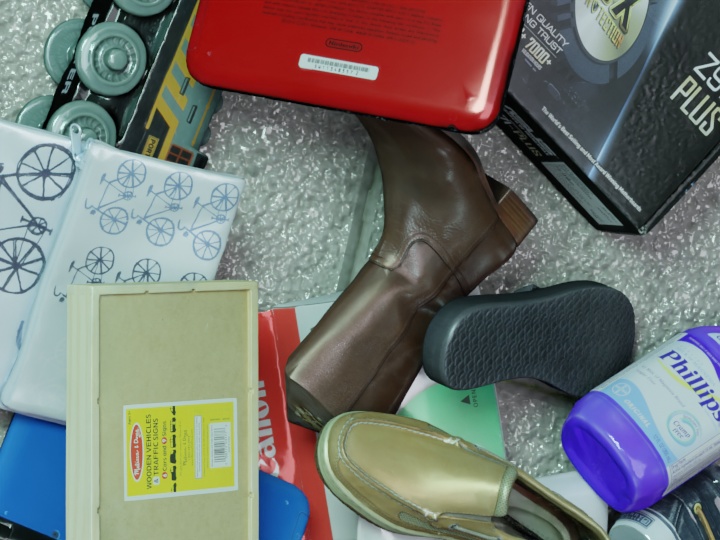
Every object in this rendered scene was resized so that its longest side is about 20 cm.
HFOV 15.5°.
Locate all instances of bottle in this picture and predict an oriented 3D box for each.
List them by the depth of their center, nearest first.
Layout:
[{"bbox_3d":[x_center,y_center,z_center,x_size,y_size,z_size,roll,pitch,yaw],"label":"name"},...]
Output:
[{"bbox_3d":[0.227,0.081,1.747,0.200,0.065,0.084,-30,70,-27],"label":"bottle"}]

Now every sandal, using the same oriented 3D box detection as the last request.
[{"bbox_3d":[0.109,0.038,1.704,0.200,0.043,0.076,5,103,-47],"label":"sandal"}]

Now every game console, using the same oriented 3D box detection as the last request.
[{"bbox_3d":[0.018,-0.167,1.613,0.200,0.119,0.173,11,82,18],"label":"game console"},{"bbox_3d":[-0.156,0.196,1.673,0.200,0.118,0.171,24,55,-8],"label":"game console"}]

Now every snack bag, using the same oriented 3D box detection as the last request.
[{"bbox_3d":[-0.190,0.003,1.601,0.200,0.021,0.189,16,107,-16],"label":"snack bag"}]

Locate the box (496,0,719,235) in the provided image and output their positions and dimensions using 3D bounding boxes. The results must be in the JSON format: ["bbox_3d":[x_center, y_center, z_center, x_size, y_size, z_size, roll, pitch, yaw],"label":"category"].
[{"bbox_3d":[0.158,-0.148,1.721,0.200,0.086,0.164,46,80,-13],"label":"box"}]

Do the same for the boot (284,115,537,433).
[{"bbox_3d":[0.000,0.000,1.632,0.200,0.064,0.186,-51,124,-4],"label":"boot"}]

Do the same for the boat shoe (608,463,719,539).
[{"bbox_3d":[0.240,0.230,1.772,0.091,0.071,0.200,-33,113,-30],"label":"boat shoe"}]

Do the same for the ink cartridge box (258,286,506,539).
[{"bbox_3d":[-0.010,0.096,1.707,0.200,0.050,0.161,-11,96,-17],"label":"ink cartridge box"}]

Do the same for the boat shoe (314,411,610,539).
[{"bbox_3d":[0.069,0.134,1.628,0.200,0.076,0.072,23,69,-26],"label":"boat shoe"}]

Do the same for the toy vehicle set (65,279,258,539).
[{"bbox_3d":[-0.117,0.106,1.577,0.124,0.027,0.200,0,91,-40],"label":"toy vehicle set"}]

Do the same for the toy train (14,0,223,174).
[{"bbox_3d":[-0.136,-0.119,1.647,0.114,0.085,0.200,24,84,-28],"label":"toy train"}]

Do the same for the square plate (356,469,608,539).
[{"bbox_3d":[0.084,0.237,1.709,0.198,0.028,0.200,-6,103,-33],"label":"square plate"}]
